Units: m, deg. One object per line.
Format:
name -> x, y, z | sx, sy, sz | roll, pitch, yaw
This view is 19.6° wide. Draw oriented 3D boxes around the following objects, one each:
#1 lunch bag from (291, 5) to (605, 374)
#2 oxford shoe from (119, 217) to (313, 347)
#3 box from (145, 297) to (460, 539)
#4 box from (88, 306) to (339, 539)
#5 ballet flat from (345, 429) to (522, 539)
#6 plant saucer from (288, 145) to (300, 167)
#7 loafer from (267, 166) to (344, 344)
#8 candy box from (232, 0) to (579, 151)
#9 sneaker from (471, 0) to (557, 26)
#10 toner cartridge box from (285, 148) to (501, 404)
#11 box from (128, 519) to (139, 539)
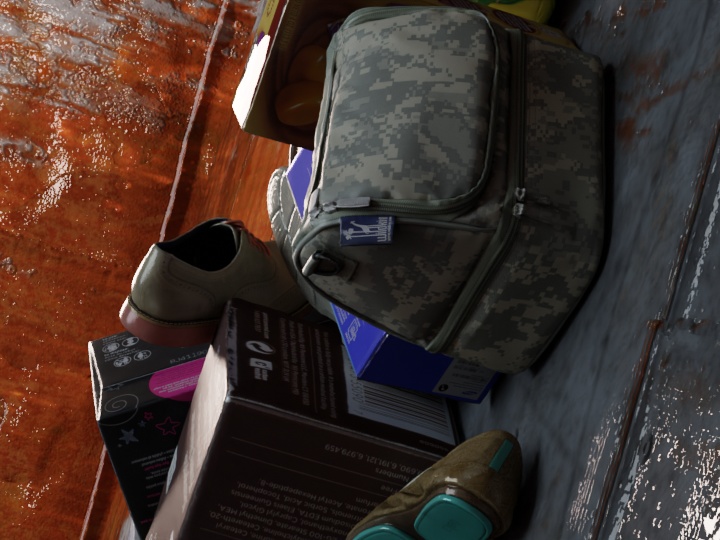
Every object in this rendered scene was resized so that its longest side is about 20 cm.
lunch bag -> 0.049, -0.055, 1.240 | 0.140, 0.166, 0.201 | 118, 164, -47
oxford shoe -> -0.082, -0.001, 1.474 | 0.199, 0.070, 0.075 | -19, -45, -52
box -> -0.043, 0.157, 1.399 | 0.166, 0.163, 0.201 | -101, 29, -69
box -> -0.089, 0.098, 1.546 | 0.132, 0.198, 0.115 | -112, 6, -64
ballet flat -> 0.048, 0.142, 1.249 | 0.073, 0.068, 0.200 | -56, 1, -29
plant saucer -> -0.004, -0.117, 1.531 | 0.200, 0.032, 0.201 | -47, 34, 45
loafer -> 0.000, 0.000, 1.431 | 0.200, 0.062, 0.072 | 55, 141, 40
candy box -> 0.030, -0.125, 1.353 | 0.057, 0.198, 0.117 | -117, 44, -64
sneaker -> 0.098, -0.229, 1.489 | 0.200, 0.083, 0.074 | -91, 20, -61
toner cartridge box -> 0.021, -0.005, 1.351 | 0.043, 0.094, 0.201 | -56, 35, 30
box -> -0.147, 0.323, 1.680 | 0.201, 0.096, 0.177 | -97, 15, -51
